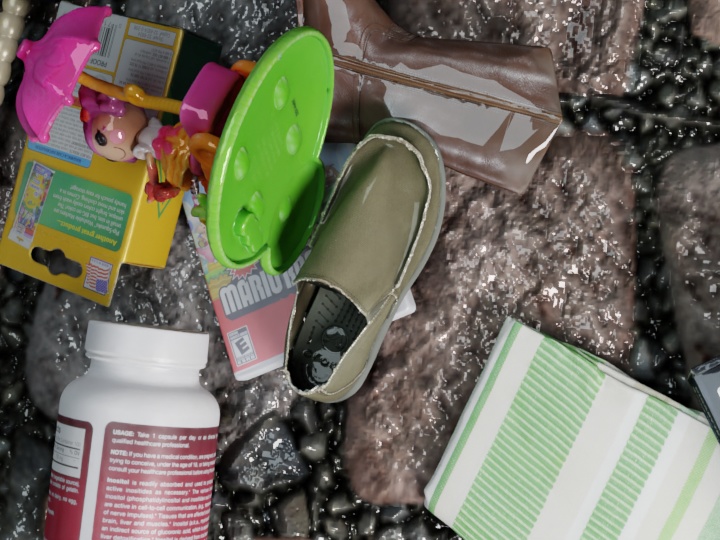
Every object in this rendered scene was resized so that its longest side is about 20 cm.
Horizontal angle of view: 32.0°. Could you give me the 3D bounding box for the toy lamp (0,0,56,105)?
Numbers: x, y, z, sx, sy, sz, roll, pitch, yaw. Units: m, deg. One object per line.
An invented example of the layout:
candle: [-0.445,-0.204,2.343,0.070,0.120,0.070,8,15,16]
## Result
toy lamp: [-0.277,-0.167,0.977,0.058,0.058,0.202,18,95,21]

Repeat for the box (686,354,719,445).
box: [0.303,0.115,0.719,0.158,0.046,0.201,-25,77,7]

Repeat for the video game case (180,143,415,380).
video game case: [-0.056,-0.040,0.898,0.142,0.017,0.202,-23,77,18]

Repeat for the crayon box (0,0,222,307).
crayon box: [-0.186,-0.085,0.923,0.125,0.051,0.202,18,94,31]

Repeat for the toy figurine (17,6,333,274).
toy figurine: [-0.127,-0.093,0.802,0.183,0.200,0.151,22,70,16]

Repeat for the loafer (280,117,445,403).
loafer: [0.000,0.000,0.818,0.075,0.070,0.202,20,103,12]

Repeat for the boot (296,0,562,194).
boot: [0.050,-0.160,0.838,0.198,0.064,0.188,14,98,18]

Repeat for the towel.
towel: [0.151,0.137,0.801,0.199,0.023,0.154,28,96,20]

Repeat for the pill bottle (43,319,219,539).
pill bottle: [-0.157,0.139,0.871,0.112,0.113,0.202,6,88,21]
